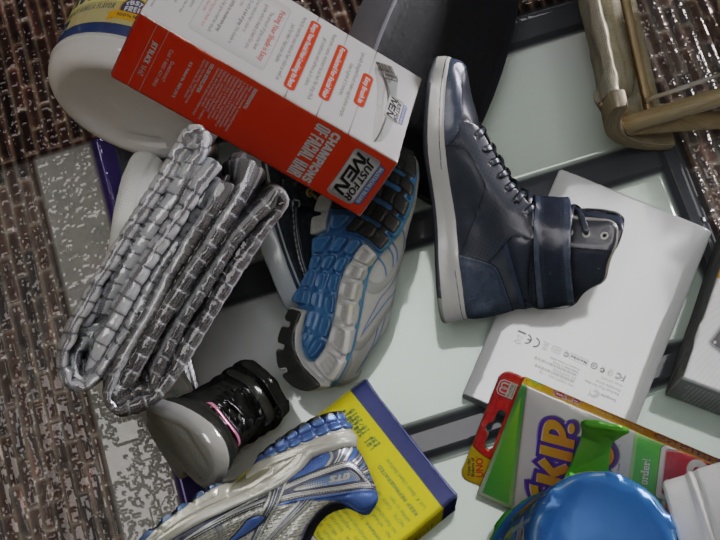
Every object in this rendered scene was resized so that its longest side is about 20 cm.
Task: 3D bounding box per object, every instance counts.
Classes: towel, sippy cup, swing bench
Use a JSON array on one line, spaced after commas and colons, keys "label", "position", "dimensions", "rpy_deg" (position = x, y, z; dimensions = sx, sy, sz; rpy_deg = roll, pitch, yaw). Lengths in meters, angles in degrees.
[{"label": "towel", "position": [-0.134, 0.004, 0.878], "dimensions": [0.085, 0.166, 0.201], "rpy_deg": [31, 85, -7]}, {"label": "sippy cup", "position": [0.153, 0.198, 0.833], "dimensions": [0.139, 0.131, 0.179], "rpy_deg": [-22, 66, -11]}, {"label": "swing bench", "position": [0.270, -0.215, 0.996], "dimensions": [0.198, 0.130, 0.201], "rpy_deg": [-10, 74, 6]}]

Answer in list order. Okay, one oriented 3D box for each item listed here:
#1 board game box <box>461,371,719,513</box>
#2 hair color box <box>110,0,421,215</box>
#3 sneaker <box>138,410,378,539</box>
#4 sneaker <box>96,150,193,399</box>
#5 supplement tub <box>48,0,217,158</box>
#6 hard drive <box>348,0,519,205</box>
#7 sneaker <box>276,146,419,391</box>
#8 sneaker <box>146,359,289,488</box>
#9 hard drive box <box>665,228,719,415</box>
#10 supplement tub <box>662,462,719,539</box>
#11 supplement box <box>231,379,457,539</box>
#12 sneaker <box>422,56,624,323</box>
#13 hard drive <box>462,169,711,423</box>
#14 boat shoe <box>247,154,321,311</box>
[{"label": "board game box", "position": [0.180, 0.156, 0.928], "dimensions": [0.199, 0.030, 0.096], "rpy_deg": [23, 102, 12]}, {"label": "hair color box", "position": [-0.062, -0.137, 0.876], "dimensions": [0.199, 0.064, 0.111], "rpy_deg": [29, 41, -10]}, {"label": "sneaker", "position": [-0.075, 0.178, 0.817], "dimensions": [0.199, 0.077, 0.085], "rpy_deg": [-34, 79, -6]}, {"label": "sneaker", "position": [-0.157, 0.006, 0.990], "dimensions": [0.088, 0.075, 0.202], "rpy_deg": [4, 84, 0]}, {"label": "supplement tub", "position": [-0.152, -0.208, 0.999], "dimensions": [0.143, 0.145, 0.201], "rpy_deg": [14, 65, 7]}, {"label": "hard drive", "position": [0.055, -0.170, 1.006], "dimensions": [0.134, 0.042, 0.201], "rpy_deg": [29, 74, -24]}, {"label": "sneaker", "position": [0.000, 0.000, 0.966], "dimensions": [0.075, 0.087, 0.201], "rpy_deg": [22, 90, 29]}, {"label": "sneaker", "position": [-0.097, 0.102, 0.897], "dimensions": [0.099, 0.200, 0.071], "rpy_deg": [-34, 90, -16]}, {"label": "hard drive box", "position": [0.355, 0.053, 0.939], "dimensions": [0.199, 0.077, 0.157], "rpy_deg": [20, 77, 8]}, {"label": "supplement tub", "position": [0.316, 0.175, 0.824], "dimensions": [0.199, 0.132, 0.133], "rpy_deg": [-17, 73, 12]}, {"label": "supplement box", "position": [-0.039, 0.190, 0.906], "dimensions": [0.200, 0.110, 0.109], "rpy_deg": [-37, 75, -8]}, {"label": "sneaker", "position": [0.123, -0.066, 0.935], "dimensions": [0.145, 0.077, 0.204], "rpy_deg": [-5, 102, 12]}, {"label": "hard drive", "position": [0.180, 0.035, 0.980], "dimensions": [0.131, 0.026, 0.201], "rpy_deg": [23, 77, 9]}, {"label": "boat shoe", "position": [-0.043, -0.071, 0.999], "dimensions": [0.090, 0.071, 0.202], "rpy_deg": [-13, 72, 3]}]
